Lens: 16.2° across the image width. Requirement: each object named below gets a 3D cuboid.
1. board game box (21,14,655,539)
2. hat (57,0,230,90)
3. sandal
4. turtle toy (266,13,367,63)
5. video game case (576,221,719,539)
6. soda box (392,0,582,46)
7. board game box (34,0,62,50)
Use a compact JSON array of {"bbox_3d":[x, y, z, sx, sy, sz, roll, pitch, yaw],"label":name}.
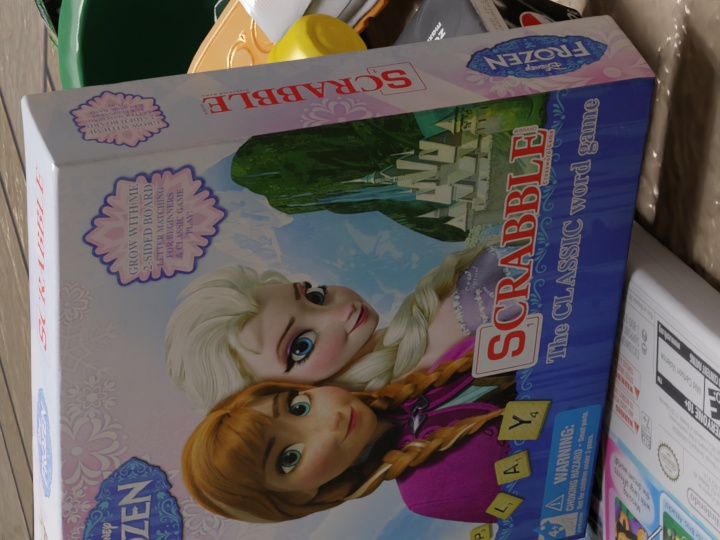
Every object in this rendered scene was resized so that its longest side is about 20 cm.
[{"bbox_3d":[-0.010,0.022,0.836,0.041,0.198,0.201,-120,26,-48],"label":"board game box"},{"bbox_3d":[-0.039,-0.114,1.264,0.166,0.175,0.201,-41,67,32],"label":"hat"},{"bbox_3d":[-0.041,-0.119,1.095,0.207,0.059,0.079,-55,52,35],"label":"sandal"},{"bbox_3d":[0.000,0.000,1.046,0.146,0.100,0.201,-50,49,39],"label":"turtle toy"},{"bbox_3d":[0.100,0.077,0.890,0.200,0.023,0.184,-131,35,-61],"label":"video game case"},{"bbox_3d":[0.014,-0.008,0.912,0.201,0.063,0.071,-55,39,26],"label":"soda box"},{"bbox_3d":[-0.126,-0.175,1.275,0.023,0.105,0.200,49,172,13],"label":"board game box"}]
